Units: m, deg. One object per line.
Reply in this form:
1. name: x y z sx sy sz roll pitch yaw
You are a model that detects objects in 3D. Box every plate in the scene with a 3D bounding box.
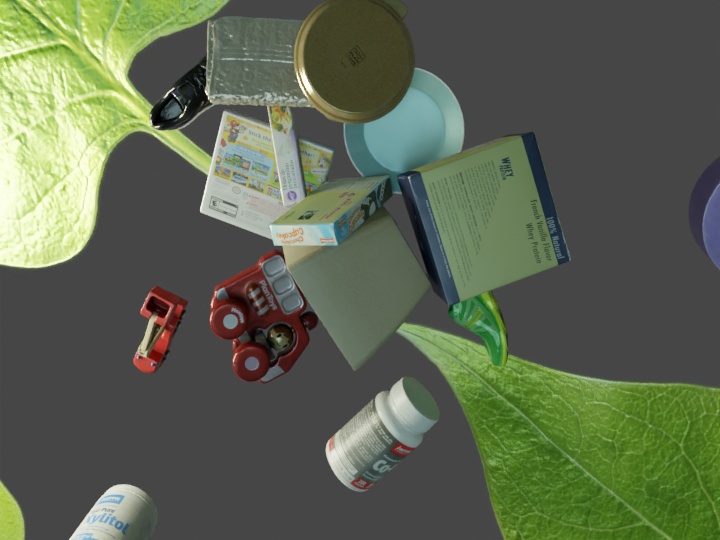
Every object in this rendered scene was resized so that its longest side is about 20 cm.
1. plate: 0.070 -0.225 1.263 0.195 0.026 0.205 3 110 7

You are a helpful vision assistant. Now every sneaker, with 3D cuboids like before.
1. sneaker: -0.256 -0.289 1.256 0.199 0.088 0.076 -39 100 18
2. sneaker: 0.192 0.070 1.325 0.082 0.074 0.203 -24 95 13

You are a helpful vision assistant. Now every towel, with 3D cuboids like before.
1. towel: -0.143 -0.322 1.221 0.195 0.034 0.136 3 89 -4

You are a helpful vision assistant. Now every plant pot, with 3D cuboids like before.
1. plant pot: 0.000 0.000 1.266 0.175 0.200 0.202 -33 109 1

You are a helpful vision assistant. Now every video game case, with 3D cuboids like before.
1. video game case: -0.158 -0.151 1.326 0.196 0.023 0.185 20 111 2

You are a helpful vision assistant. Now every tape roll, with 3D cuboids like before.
1. tape roll: 0.612 -0.086 1.198 0.195 0.085 0.205 3 110 7

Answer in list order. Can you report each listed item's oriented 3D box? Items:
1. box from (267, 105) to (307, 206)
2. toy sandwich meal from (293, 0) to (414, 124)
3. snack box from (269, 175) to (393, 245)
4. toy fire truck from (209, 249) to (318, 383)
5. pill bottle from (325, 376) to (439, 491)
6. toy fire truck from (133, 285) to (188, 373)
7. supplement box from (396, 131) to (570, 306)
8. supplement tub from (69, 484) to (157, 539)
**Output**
1. box: -0.120 -0.207 1.264 0.038 0.041 0.205 -9 94 5
2. toy sandwich meal: -0.010 -0.323 1.184 0.200 0.070 0.211 0 95 -6
3. snack box: -0.040 -0.095 1.217 0.114 0.200 0.038 0 116 30
4. toy fire truck: -0.165 0.087 1.373 0.165 0.112 0.203 -27 105 -3
5. pill bottle: 0.041 0.290 1.399 0.114 0.114 0.200 42 110 -8
6. toy fire truck: -0.358 0.107 1.382 0.048 0.141 0.203 26 111 -2
7. supplement box: 0.184 -0.083 1.201 0.196 0.134 0.204 -20 99 -2
8. supplement tub: -0.486 0.525 1.516 0.129 0.201 0.135 3 110 7
